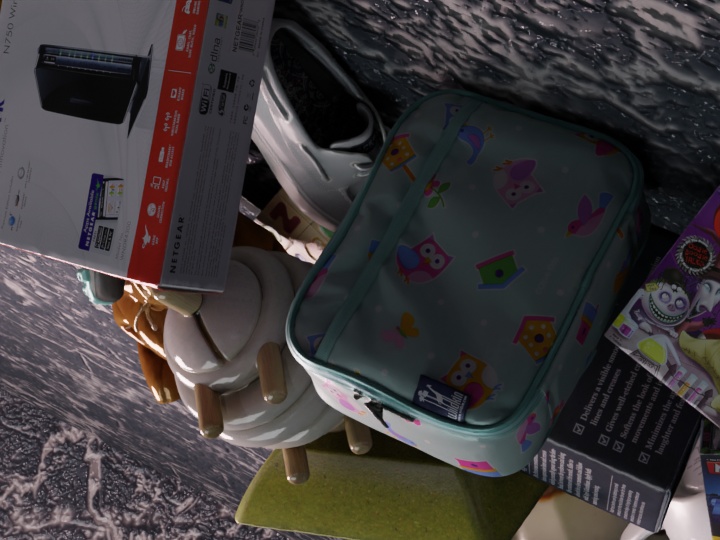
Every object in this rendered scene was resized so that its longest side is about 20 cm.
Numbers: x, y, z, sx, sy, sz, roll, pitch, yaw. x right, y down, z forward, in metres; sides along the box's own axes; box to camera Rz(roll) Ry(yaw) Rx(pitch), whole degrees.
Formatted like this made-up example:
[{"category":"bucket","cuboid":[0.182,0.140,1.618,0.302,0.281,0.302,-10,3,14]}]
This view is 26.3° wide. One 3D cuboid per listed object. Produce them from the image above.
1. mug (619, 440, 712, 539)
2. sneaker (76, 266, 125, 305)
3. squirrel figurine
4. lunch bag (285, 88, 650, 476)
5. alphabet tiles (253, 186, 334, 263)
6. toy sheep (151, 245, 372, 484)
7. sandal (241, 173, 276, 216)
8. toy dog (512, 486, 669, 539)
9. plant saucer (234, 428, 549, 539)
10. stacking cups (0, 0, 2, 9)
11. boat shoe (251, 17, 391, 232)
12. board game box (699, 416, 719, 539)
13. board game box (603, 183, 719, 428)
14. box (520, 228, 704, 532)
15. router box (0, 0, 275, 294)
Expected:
[{"category":"mug","cuboid":[0.276,0.193,1.091,0.200,0.148,0.175,-33,112,31]},{"category":"sneaker","cuboid":[-0.124,-0.073,0.946,0.091,0.201,0.078,11,-174,-11]},{"category":"squirrel figurine","cuboid":[-0.147,-0.029,1.081,0.201,0.141,0.187,65,-171,20]},{"category":"lunch bag","cuboid":[0.056,0.004,0.850,0.160,0.201,0.077,23,161,22]},{"category":"alphabet tiles","cuboid":[0.000,0.000,1.122,0.166,0.006,0.200,45,145,-1]},{"category":"toy sheep","cuboid":[-0.060,0.051,0.975,0.137,0.138,0.200,14,162,38]},{"category":"sandal","cuboid":[-0.035,0.000,1.213,0.200,0.048,0.075,39,174,-19]},{"category":"toy dog","cuboid":[0.197,0.207,1.224,0.199,0.140,0.193,1,166,-45]},{"category":"plant saucer","cuboid":[0.039,0.114,1.066,0.199,0.200,0.048,3,114,29]},{"category":"stacking cups","cuboid":[-0.254,-0.165,1.118,0.060,0.061,0.200,28,168,2]},{"category":"boat shoe","cuboid":[-0.017,-0.087,0.948,0.068,0.072,0.200,11,147,45]},{"category":"board game box","cuboid":[0.298,0.098,0.886,0.199,0.062,0.200,-4,146,14]},{"category":"board game box","cuboid":[0.239,0.050,0.799,0.200,0.120,0.032,39,-155,11]},{"category":"box","cuboid":[0.124,0.045,0.952,0.199,0.149,0.107,24,162,15]},{"category":"router box","cuboid":[-0.134,-0.100,0.852,0.179,0.201,0.049,12,-176,41]}]
